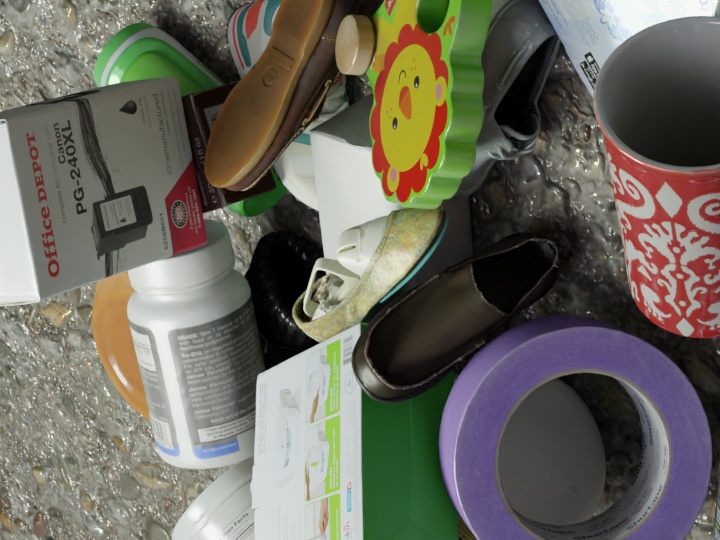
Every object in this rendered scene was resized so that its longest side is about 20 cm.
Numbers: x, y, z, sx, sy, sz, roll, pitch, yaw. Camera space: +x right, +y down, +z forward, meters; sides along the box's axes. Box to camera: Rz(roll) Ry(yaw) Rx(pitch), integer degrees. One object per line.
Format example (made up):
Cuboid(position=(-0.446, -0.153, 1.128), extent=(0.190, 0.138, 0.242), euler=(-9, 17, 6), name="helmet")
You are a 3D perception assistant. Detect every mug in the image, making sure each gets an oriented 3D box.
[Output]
Cuboid(position=(0.236, -0.039, 1.365), extent=(0.201, 0.132, 0.178), euler=(76, 174, -52), name="mug")

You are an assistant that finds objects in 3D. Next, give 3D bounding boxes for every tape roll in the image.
Cuboid(position=(0.162, 0.138, 1.553), extent=(0.201, 0.199, 0.085), euler=(63, 176, -6), name="tape roll")

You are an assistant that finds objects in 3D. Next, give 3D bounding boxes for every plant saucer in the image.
Cuboid(position=(-0.213, 0.084, 2.092), extent=(0.199, 0.037, 0.202), euler=(29, 134, 34), name="plant saucer")

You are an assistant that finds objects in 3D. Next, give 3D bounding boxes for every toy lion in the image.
Cuboid(position=(0.050, -0.156, 1.508), extent=(0.193, 0.068, 0.201), euler=(-109, 32, -41), name="toy lion")

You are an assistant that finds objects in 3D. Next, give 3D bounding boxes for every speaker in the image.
Cuboid(position=(-0.149, -0.136, 1.824), extent=(0.200, 0.088, 0.089), euler=(41, 140, 22), name="speaker")

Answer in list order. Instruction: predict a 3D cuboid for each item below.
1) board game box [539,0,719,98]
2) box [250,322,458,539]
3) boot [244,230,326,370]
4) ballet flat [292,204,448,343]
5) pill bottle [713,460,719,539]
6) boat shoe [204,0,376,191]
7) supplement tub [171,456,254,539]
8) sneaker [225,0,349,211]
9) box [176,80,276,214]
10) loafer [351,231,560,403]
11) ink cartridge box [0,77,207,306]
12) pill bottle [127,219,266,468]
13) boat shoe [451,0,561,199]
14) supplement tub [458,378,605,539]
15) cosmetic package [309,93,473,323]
Cuboid(position=(0.197, -0.225, 1.398), extent=(0.199, 0.043, 0.201), euler=(-26, 95, 54), name="board game box")
Cuboid(position=(-0.008, 0.165, 1.650), extent=(0.176, 0.096, 0.202), euler=(-30, 56, 54), name="box")
Cuboid(position=(-0.050, 0.082, 1.867), extent=(0.212, 0.079, 0.158), euler=(52, 143, 10), name="boot")
Cuboid(position=(0.000, 0.000, 1.619), extent=(0.071, 0.070, 0.200), euler=(52, 142, 9), name="ballet flat")
Cuboid(position=(0.312, 0.124, 1.457), extent=(0.106, 0.106, 0.201), euler=(27, 133, 35), name="pill bottle")
Cuboid(position=(-0.053, -0.147, 1.635), extent=(0.201, 0.070, 0.070), euler=(-57, 47, 17), name="boat shoe")
Cuboid(position=(-0.077, 0.297, 2.007), extent=(0.200, 0.132, 0.132), euler=(46, 141, 17), name="supplement tub")
Cuboid(position=(-0.041, -0.141, 1.707), extent=(0.093, 0.070, 0.201), euler=(-16, 99, 58), name="sneaker")
Cuboid(position=(-0.176, -0.090, 1.759), extent=(0.199, 0.075, 0.101), euler=(-15, 95, 43), name="box")
Cuboid(position=(0.076, 0.026, 1.576), extent=(0.073, 0.200, 0.071), euler=(50, 162, 6), name="loafer")
Cuboid(position=(-0.227, -0.066, 1.629), extent=(0.083, 0.199, 0.147), euler=(-2, 103, 38), name="ink cartridge box")
Cuboid(position=(-0.146, 0.064, 1.815), extent=(0.113, 0.113, 0.202), euler=(12, 119, 44), name="pill bottle")
Cuboid(position=(0.103, -0.121, 1.555), extent=(0.071, 0.070, 0.202), euler=(44, 138, 27), name="boat shoe")
Cuboid(position=(0.096, 0.174, 1.709), extent=(0.200, 0.145, 0.146), euler=(-30, 91, 53), name="supplement tub")
Cuboid(position=(0.029, -0.033, 1.691), extent=(0.107, 0.085, 0.202), euler=(22, 129, 37), name="cosmetic package")
